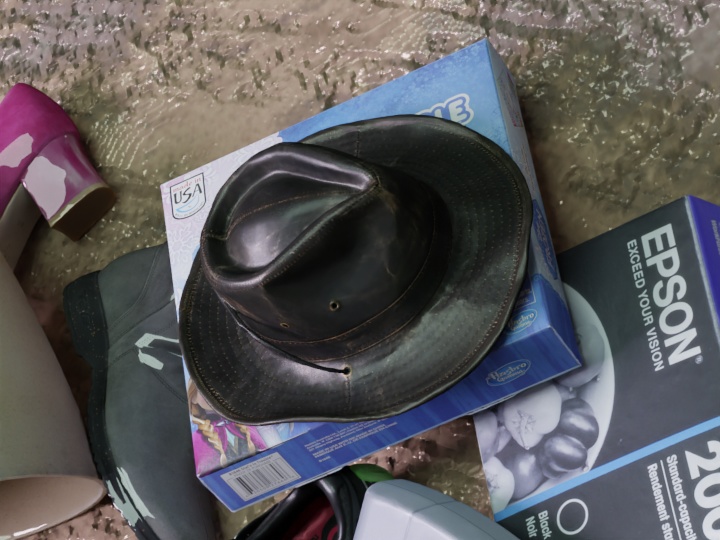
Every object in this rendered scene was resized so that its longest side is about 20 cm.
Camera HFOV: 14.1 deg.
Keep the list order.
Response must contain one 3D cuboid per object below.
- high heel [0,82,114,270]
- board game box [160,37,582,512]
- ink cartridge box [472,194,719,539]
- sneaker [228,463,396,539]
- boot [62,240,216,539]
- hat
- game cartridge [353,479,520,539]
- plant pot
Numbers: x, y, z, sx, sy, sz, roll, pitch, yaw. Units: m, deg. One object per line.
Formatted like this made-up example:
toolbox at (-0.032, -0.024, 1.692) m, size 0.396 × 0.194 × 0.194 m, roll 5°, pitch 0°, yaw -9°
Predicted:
high heel at (-0.243, -0.020, 1.712) m, size 0.200 × 0.067 × 0.096 m, roll -42°, pitch 63°, yaw 7°
board game box at (0.000, 0.000, 1.500) m, size 0.199 × 0.043 × 0.199 m, roll -24°, pitch 48°, yaw 15°
ink cartridge box at (0.150, 0.069, 1.426) m, size 0.200 × 0.043 × 0.199 m, roll -25°, pitch 58°, yaw 24°
sneaker at (-0.057, 0.176, 1.499) m, size 0.077 × 0.084 × 0.200 m, roll 35°, pitch 93°, yaw 39°
boot at (-0.082, 0.055, 1.580) m, size 0.131 × 0.070 × 0.201 m, roll -28°, pitch 62°, yaw 16°
hat at (-0.018, -0.018, 1.438) m, size 0.200 × 0.081 × 0.201 m, roll -16°, pitch 50°, yaw 20°
game cartridge at (0.059, 0.193, 1.405) m, size 0.200 × 0.041 × 0.134 m, roll 38°, pitch 122°, yaw 39°
plant pot at (-0.249, 0.045, 1.593) m, size 0.187 × 0.187 × 0.201 m, roll -21°, pitch 74°, yaw 26°
